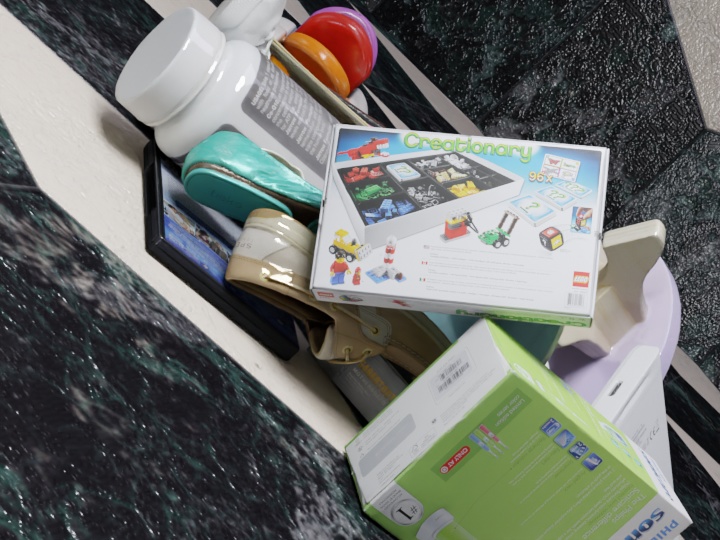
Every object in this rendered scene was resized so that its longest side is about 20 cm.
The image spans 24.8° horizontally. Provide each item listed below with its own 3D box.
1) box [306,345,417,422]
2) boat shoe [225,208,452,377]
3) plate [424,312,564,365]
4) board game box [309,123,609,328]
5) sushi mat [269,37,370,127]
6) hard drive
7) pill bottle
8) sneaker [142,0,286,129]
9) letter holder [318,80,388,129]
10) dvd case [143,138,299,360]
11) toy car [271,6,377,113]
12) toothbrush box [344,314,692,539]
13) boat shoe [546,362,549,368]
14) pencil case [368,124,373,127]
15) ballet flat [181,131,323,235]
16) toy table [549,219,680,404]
[{"bbox_3d":[0.057,0.096,1.351,0.158,0.048,0.200,49,18,11],"label":"box"},{"bbox_3d":[-0.016,0.036,1.220,0.200,0.069,0.074,36,-19,-14],"label":"boat shoe"},{"bbox_3d":[0.104,0.006,1.253,0.026,0.200,0.200,8,34,-35],"label":"plate"},{"bbox_3d":[0.071,-0.033,1.163,0.200,0.126,0.035,6,-15,8],"label":"board game box"},{"bbox_3d":[-0.011,-0.130,1.389,0.200,0.012,0.096,45,-3,35],"label":"sushi mat"},{"bbox_3d":[0.218,0.179,1.323,0.132,0.027,0.200,-44,132,-47],"label":"hard drive"},{"bbox_3d":[-0.093,-0.113,1.323,0.200,0.114,0.114,40,13,-27],"label":"pill bottle"},{"bbox_3d":[-0.099,-0.178,1.383,0.088,0.200,0.075,38,30,-9],"label":"sneaker"},{"bbox_3d":[0.012,-0.085,1.597,0.200,0.101,0.142,36,2,9],"label":"letter holder"},{"bbox_3d":[-0.112,-0.021,1.278,0.143,0.018,0.200,40,14,-23],"label":"dvd case"},{"bbox_3d":[-0.048,-0.233,1.861,0.175,0.150,0.200,44,12,-6],"label":"toy car"},{"bbox_3d":[0.112,0.153,1.165,0.200,0.146,0.086,39,14,-24],"label":"toothbrush box"},{"bbox_3d":[0.107,0.087,1.288,0.062,0.073,0.200,16,34,-30],"label":"boat shoe"},{"bbox_3d":[-0.008,-0.101,1.485,0.200,0.094,0.091,28,1,11],"label":"pencil case"},{"bbox_3d":[-0.042,-0.048,1.257,0.200,0.067,0.070,31,49,-12],"label":"ballet flat"},{"bbox_3d":[0.194,0.023,1.398,0.117,0.184,0.200,51,27,-34],"label":"toy table"}]
